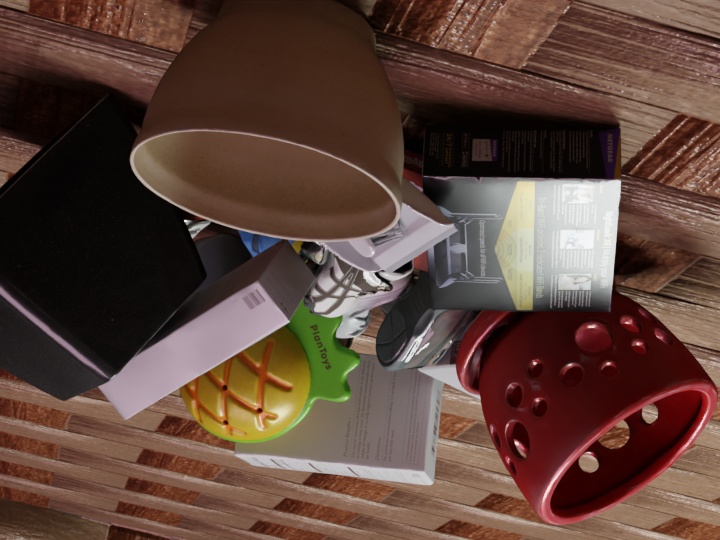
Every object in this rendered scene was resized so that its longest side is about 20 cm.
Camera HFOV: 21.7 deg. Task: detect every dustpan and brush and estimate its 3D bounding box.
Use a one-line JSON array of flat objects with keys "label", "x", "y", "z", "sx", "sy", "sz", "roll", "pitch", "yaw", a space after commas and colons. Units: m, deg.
[{"label": "dustpan and brush", "x": -0.033, "y": -0.068, "z": 1.493, "sx": 0.200, "sy": 0.057, "sz": 0.139, "roll": 46, "pitch": 151, "yaw": -7}]

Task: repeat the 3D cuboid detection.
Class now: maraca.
[{"label": "maraca", "x": -0.093, "y": 0.094, "z": 1.829, "sx": 0.198, "sy": 0.138, "sz": 0.107, "roll": -21, "pitch": -173, "yaw": 26}]

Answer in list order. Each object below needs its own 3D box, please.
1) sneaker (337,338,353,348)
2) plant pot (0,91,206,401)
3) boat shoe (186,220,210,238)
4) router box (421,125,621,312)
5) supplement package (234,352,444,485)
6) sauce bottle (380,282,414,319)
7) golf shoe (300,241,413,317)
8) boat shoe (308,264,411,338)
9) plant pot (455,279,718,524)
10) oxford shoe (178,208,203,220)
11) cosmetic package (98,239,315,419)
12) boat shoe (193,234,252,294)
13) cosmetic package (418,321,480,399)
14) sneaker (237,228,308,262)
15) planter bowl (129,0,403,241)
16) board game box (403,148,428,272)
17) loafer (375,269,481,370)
[{"label": "sneaker", "x": -0.114, "y": 0.046, "z": 1.981, "sx": 0.197, "sy": 0.080, "sz": 0.130, "roll": 3, "pitch": 159, "yaw": 23}, {"label": "plant pot", "x": -0.253, "y": -0.003, "z": 1.629, "sx": 0.178, "sy": 0.200, "sz": 0.199, "roll": 47, "pitch": 152, "yaw": -12}, {"label": "boat shoe", "x": -0.174, "y": -0.049, "z": 1.749, "sx": 0.070, "sy": 0.070, "sz": 0.199, "roll": 24, "pitch": 157, "yaw": -29}, {"label": "router box", "x": 0.131, "y": -0.039, "z": 1.534, "sx": 0.155, "sy": 0.053, "sz": 0.201, "roll": 1, "pitch": 147, "yaw": 5}, {"label": "supplement package", "x": -0.020, "y": 0.149, "z": 1.935, "sx": 0.197, "sy": 0.118, "sz": 0.117, "roll": 6, "pitch": 169, "yaw": 8}, {"label": "sauce bottle", "x": 0.060, "y": 0.063, "z": 1.948, "sx": 0.065, "sy": 0.067, "sz": 0.200, "roll": 5, "pitch": 163, "yaw": 17}, {"label": "golf shoe", "x": 0.000, "y": 0.000, "z": 1.672, "sx": 0.094, "sy": 0.078, "sz": 0.200, "roll": 20, "pitch": 160, "yaw": 10}, {"label": "boat shoe", "x": -0.025, "y": 0.034, "z": 1.847, "sx": 0.198, "sy": 0.072, "sz": 0.069, "roll": -15, "pitch": 113, "yaw": 32}, {"label": "plant pot", "x": 0.200, "y": 0.102, "z": 1.728, "sx": 0.199, "sy": 0.183, "sz": 0.201, "roll": -26, "pitch": 152, "yaw": -15}, {"label": "oxford shoe", "x": -0.121, "y": -0.099, "z": 1.585, "sx": 0.072, "sy": 0.072, "sz": 0.199, "roll": 28, "pitch": 145, "yaw": -33}, {"label": "cosmetic package", "x": -0.136, "y": 0.053, "z": 1.641, "sx": 0.199, "sy": 0.083, "sz": 0.051, "roll": -31, "pitch": 107, "yaw": 29}, {"label": "boat shoe", "x": -0.176, "y": 0.005, "z": 1.832, "sx": 0.063, "sy": 0.072, "sz": 0.199, "roll": -4, "pitch": -178, "yaw": 31}, {"label": "cosmetic package", "x": 0.152, "y": 0.082, "z": 1.897, "sx": 0.199, "sy": 0.103, "sz": 0.074, "roll": 28, "pitch": 155, "yaw": -38}, {"label": "sneaker", "x": -0.080, "y": -0.034, "z": 1.773, "sx": 0.078, "sy": 0.066, "sz": 0.200, "roll": 37, "pitch": 167, "yaw": 3}, {"label": "planter bowl", "x": -0.056, "y": -0.120, "z": 1.366, "sx": 0.198, "sy": 0.136, "sz": 0.200, "roll": 10, "pitch": 162, "yaw": 3}, {"label": "board game box", "x": 0.025, "y": -0.058, "z": 1.643, "sx": 0.102, "sy": 0.020, "sz": 0.200, "roll": 19, "pitch": 159, "yaw": 5}, {"label": "loafer", "x": 0.086, "y": 0.024, "z": 1.759, "sx": 0.062, "sy": 0.072, "sz": 0.200, "roll": 10, "pitch": 138, "yaw": -31}]
